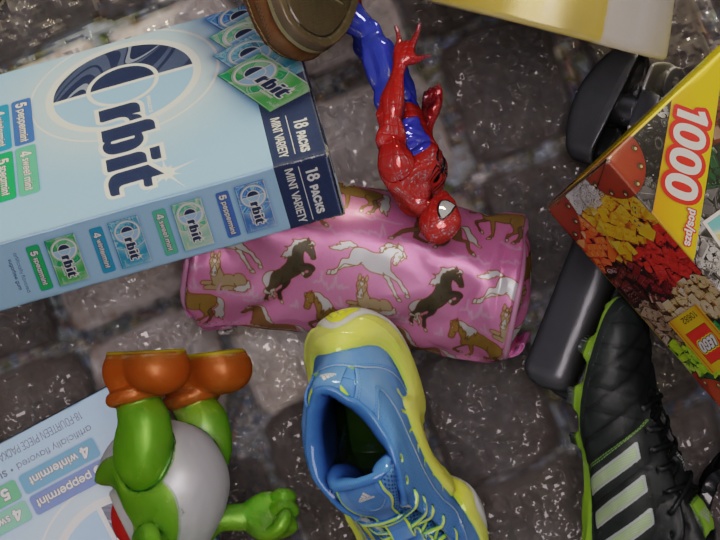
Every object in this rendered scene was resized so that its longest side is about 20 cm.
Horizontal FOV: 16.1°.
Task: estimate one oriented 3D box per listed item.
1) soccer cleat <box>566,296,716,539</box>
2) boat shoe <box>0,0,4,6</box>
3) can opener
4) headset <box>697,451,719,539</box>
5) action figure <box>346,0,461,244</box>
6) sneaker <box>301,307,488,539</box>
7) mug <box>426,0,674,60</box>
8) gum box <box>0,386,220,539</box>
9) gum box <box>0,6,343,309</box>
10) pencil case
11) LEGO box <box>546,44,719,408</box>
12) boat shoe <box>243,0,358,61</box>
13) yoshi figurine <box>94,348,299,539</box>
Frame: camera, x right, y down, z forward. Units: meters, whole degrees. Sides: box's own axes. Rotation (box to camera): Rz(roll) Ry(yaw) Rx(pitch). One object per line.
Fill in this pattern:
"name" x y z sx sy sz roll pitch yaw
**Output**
"soccer cleat" 0.156 0.114 1.400 0.080 0.067 0.202 6 103 24
"boat shoe" -0.296 -0.199 1.457 0.199 0.063 0.072 27 84 2
"can opener" 0.134 -0.029 1.449 0.067 0.053 0.201 19 85 35
"headset" 0.257 0.112 1.403 0.123 0.094 0.201 19 97 2
"action figure" 0.021 -0.098 1.403 0.051 0.066 0.201 -18 58 8
"sneaker" 0.011 0.126 1.376 0.075 0.105 0.201 -18 107 20
"mug" 0.110 -0.206 1.376 0.148 0.186 0.154 16 97 14
"gum box" -0.156 0.186 1.427 0.169 0.045 0.201 -28 84 -2
"gum box" -0.121 -0.066 1.390 0.198 0.170 0.045 -16 126 0
"pencil case" 0.000 0.000 1.424 0.198 0.087 0.083 7 56 2
"LEGO box" 0.223 -0.046 1.383 0.149 0.077 0.200 48 60 0
"boat shoe" -0.051 -0.188 1.422 0.068 0.072 0.201 -35 44 32
"yoshi figurine" -0.085 0.142 1.358 0.111 0.112 0.202 -1 87 -7
